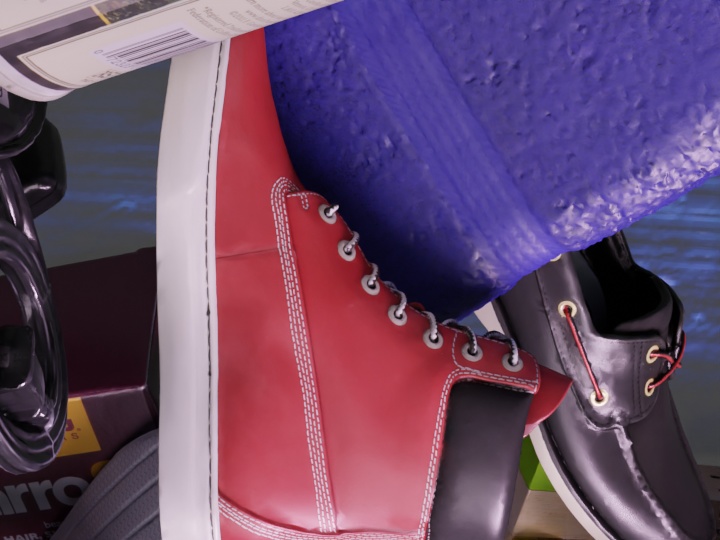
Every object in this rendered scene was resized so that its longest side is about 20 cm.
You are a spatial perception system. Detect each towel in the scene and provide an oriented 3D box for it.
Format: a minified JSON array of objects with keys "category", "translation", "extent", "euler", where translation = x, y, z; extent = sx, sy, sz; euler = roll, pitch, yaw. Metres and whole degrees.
[{"category":"towel","translation":[0.043,-0.071,0.787],"extent":[0.200,0.050,0.148],"euler":[-30,92,28]}]

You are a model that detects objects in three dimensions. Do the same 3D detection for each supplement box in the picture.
[{"category":"supplement box","translation":[-0.111,0.097,0.943],"extent":[0.110,0.086,0.200],"euler":[-9,130,10]}]

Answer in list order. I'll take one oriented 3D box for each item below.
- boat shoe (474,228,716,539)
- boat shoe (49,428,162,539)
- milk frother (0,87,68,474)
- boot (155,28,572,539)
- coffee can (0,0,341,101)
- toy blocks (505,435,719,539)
[{"category":"boat shoe","translation":[0.093,0.030,0.855],"extent":[0.063,0.074,0.202],"euler":[-19,105,28]},{"category":"boat shoe","translation":[-0.082,0.124,0.872],"extent":[0.071,0.072,0.200],"euler":[21,137,-29]},{"category":"milk frother","translation":[-0.202,-0.008,0.782],"extent":[0.188,0.200,0.181],"euler":[-27,129,24]},{"category":"boot","translation":[0.000,0.000,0.771],"extent":[0.144,0.072,0.201],"euler":[-3,88,0]},{"category":"coffee can","translation":[-0.033,-0.150,0.682],"extent":[0.199,0.147,0.147],"euler":[-16,129,17]},{"category":"toy blocks","translation":[0.107,0.144,0.982],"extent":[0.136,0.100,0.200],"euler":[5,123,-20]}]
